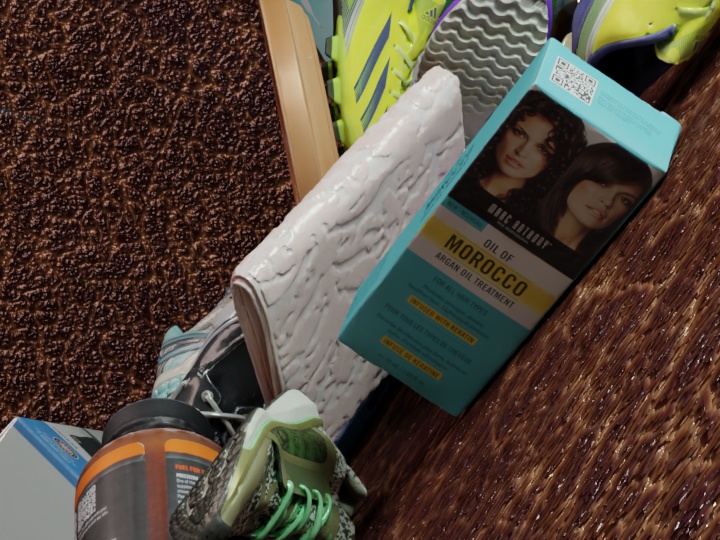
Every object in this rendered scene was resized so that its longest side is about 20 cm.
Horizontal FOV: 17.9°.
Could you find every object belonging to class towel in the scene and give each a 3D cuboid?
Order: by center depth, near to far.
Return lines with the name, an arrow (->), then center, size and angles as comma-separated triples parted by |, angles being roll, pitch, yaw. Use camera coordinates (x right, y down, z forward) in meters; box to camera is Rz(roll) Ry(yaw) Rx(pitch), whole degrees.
towel -> 0.000, 0.000, 1.402 | 0.200, 0.032, 0.192 | -48, -30, -28

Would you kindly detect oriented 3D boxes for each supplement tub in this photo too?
supplement tub -> -0.115, 0.167, 1.336 | 0.107, 0.106, 0.201 | -53, 27, 31

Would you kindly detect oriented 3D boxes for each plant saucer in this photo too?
plant saucer -> -0.033, -0.084, 1.464 | 0.032, 0.202, 0.200 | -12, 5, -2

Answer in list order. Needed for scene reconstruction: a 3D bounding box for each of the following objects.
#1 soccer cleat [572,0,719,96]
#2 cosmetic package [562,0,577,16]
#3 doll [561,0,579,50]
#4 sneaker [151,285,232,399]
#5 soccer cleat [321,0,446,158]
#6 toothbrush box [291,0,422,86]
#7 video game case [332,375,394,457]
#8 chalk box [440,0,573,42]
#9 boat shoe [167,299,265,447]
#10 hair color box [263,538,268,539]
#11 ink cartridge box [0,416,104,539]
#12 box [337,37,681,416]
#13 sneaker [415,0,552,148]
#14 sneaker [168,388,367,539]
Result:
soccer cleat -> 0.177, -0.152, 1.176 | 0.200, 0.064, 0.084 | -45, 37, 50
cosmetic package -> 0.185, -0.200, 1.447 | 0.083, 0.051, 0.200 | -55, 4, -5
doll -> 0.128, -0.112, 1.442 | 0.200, 0.048, 0.137 | 119, 173, -67
sneaker -> -0.059, 0.036, 1.545 | 0.199, 0.078, 0.087 | -24, 48, 18
soccer cleat -> 0.016, -0.150, 1.479 | 0.065, 0.083, 0.202 | -138, 45, -83
toothbrush box -> 0.041, -0.191, 1.678 | 0.146, 0.201, 0.085 | -7, -31, -39
video game case -> -0.019, 0.032, 1.584 | 0.143, 0.018, 0.201 | 23, 75, 39
chalk box -> 0.103, -0.224, 1.577 | 0.200, 0.124, 0.125 | -41, -22, -47
boat shoe -> -0.095, 0.092, 1.484 | 0.200, 0.072, 0.068 | -45, 18, 29
hair color box -> -0.091, 0.202, 1.471 | 0.200, 0.060, 0.099 | -55, 4, 17
ink cartridge box -> -0.183, 0.185, 1.615 | 0.084, 0.145, 0.200 | -50, -16, 4
box -> 0.074, -0.018, 1.176 | 0.200, 0.082, 0.049 | -53, 7, 36
sneaker -> 0.073, -0.136, 1.450 | 0.201, 0.069, 0.100 | 115, 175, -51
sneaker -> -0.039, 0.125, 1.275 | 0.077, 0.088, 0.200 | -54, -6, 17
